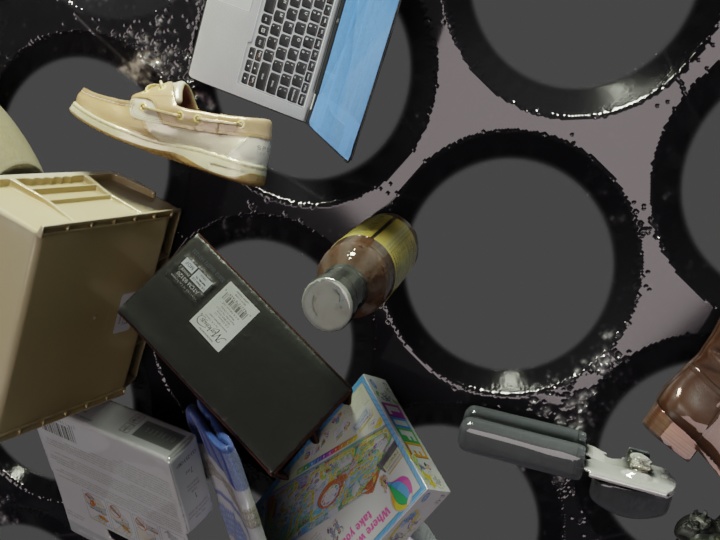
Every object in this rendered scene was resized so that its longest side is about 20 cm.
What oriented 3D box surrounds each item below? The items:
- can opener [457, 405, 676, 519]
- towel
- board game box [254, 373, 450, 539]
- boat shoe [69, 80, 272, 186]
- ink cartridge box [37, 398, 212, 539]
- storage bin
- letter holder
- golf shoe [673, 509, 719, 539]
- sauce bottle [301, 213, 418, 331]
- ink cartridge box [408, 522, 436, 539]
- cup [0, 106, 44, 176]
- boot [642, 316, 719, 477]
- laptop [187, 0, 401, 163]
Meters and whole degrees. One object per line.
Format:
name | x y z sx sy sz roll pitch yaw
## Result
can opener | 0.182 0.173 0.801 0.196 0.053 0.068 17 107 11
towel | -0.110 0.227 0.815 0.023 0.146 0.204 -20 106 -18
board game box | -0.018 0.217 0.832 0.201 0.034 0.135 -51 46 20
boat shoe | -0.169 -0.137 0.820 0.196 0.074 0.070 20 95 9
ink cartridge box | -0.232 0.215 0.896 0.197 0.043 0.177 13 126 31
storage bin | -0.271 0.023 0.813 0.093 0.198 0.203 25 108 20
letter holder | -0.110 0.088 0.838 0.200 0.142 0.101 44 78 11
golf shoe | 0.366 0.268 0.773 0.196 0.078 0.096 10 122 14
sauce bottle | 0.000 0.000 0.733 0.063 0.200 0.066 4 104 16
ink cartridge box | 0.034 0.328 0.882 0.199 0.047 0.161 40 108 1
cup | -0.369 -0.076 0.806 0.141 0.200 0.204 25 108 13
boot | 0.360 0.097 0.735 0.185 0.064 0.202 34 104 7
laptop | -0.056 -0.218 0.742 0.197 0.116 0.190 22 106 9
